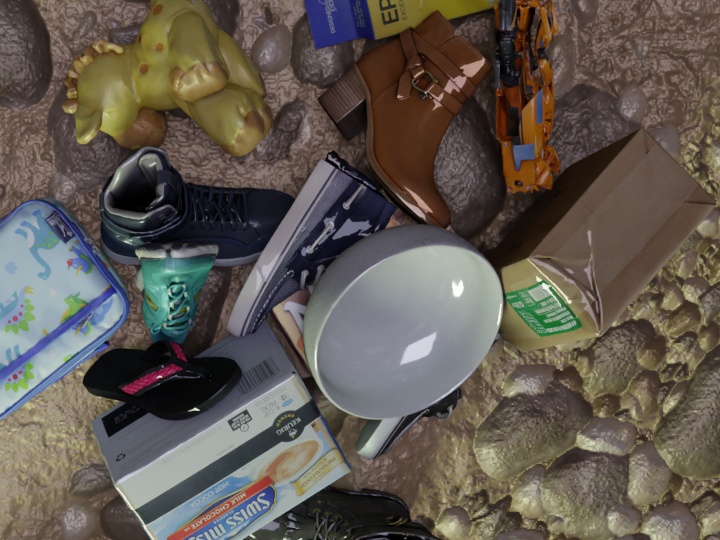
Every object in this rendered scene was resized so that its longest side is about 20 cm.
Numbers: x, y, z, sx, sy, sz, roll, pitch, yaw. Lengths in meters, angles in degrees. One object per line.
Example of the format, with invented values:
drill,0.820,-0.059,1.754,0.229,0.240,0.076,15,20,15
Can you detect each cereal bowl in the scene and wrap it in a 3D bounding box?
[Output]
cereal bowl,0.031,0.038,1.415,0.198,0.083,0.202,-16,130,-20

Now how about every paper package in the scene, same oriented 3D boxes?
paper package,0.216,-0.024,1.447,0.103,0.200,0.191,44,74,-5

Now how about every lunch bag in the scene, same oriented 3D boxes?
lunch bag,-0.330,0.038,1.445,0.199,0.082,0.161,-36,99,-3

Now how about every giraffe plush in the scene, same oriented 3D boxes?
giraffe plush,-0.197,-0.177,1.426,0.161,0.173,0.201,-29,102,11

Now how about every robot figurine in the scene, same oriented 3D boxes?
robot figurine,0.165,-0.185,1.478,0.058,0.145,0.202,0,106,13

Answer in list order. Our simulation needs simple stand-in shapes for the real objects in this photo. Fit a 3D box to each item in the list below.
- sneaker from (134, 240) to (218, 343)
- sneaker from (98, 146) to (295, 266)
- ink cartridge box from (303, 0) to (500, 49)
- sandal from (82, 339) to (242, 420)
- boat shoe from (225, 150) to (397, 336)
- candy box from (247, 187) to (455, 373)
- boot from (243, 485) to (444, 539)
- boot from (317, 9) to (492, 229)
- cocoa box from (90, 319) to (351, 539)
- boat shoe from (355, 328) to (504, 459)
sneaker,-0.172,0.021,1.407,0.077,0.200,0.081,-2,74,-9
sneaker,-0.151,-0.062,1.429,0.200,0.146,0.078,-8,68,-9
ink cartridge box,0.031,-0.336,1.479,0.198,0.047,0.200,-18,109,-10
sandal,-0.197,0.096,1.419,0.075,0.199,0.045,-52,130,-35
boat shoe,-0.043,-0.008,1.433,0.092,0.075,0.201,31,86,1
candy box,0.000,0.000,1.504,0.199,0.055,0.116,-33,95,-5
boot,-0.018,0.254,1.457,0.198,0.174,0.070,-2,94,-9
boot,0.069,-0.145,1.455,0.155,0.077,0.201,-36,63,1
cocoa box,-0.134,0.168,1.441,0.199,0.133,0.132,-31,119,-5
boat shoe,0.074,0.118,1.516,0.064,0.071,0.201,39,86,-8
